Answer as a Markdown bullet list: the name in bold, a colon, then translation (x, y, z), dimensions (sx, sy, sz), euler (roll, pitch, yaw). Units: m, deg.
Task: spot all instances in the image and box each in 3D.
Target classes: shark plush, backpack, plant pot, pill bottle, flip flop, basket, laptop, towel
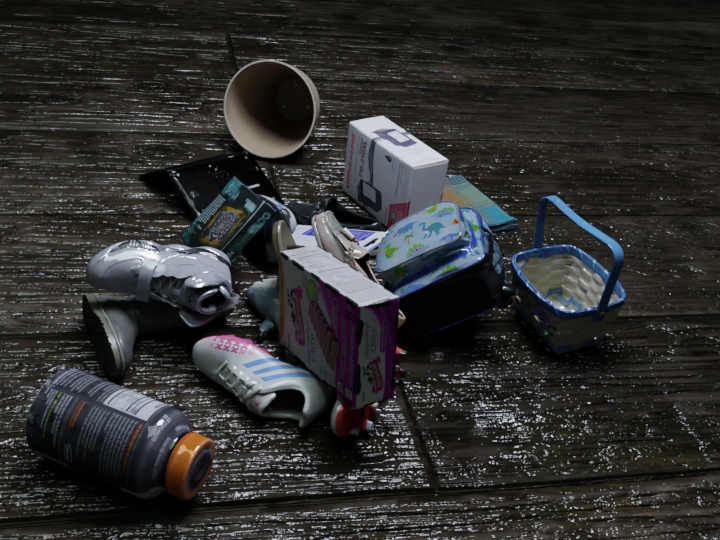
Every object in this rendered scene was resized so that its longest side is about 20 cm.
- **shark plush**: translation (-0.112, 0.081, 1.289), dimensions (0.083, 0.091, 0.201), euler (-21, 52, 0)
- **backpack**: translation (0.119, -0.015, 1.341), dimensions (0.182, 0.147, 0.200), euler (-26, 21, 16)
- **plant pot**: translation (-0.155, -0.338, 1.824), dimensions (0.186, 0.188, 0.200), euler (13, 18, 9)
- **pill bottle**: translation (-0.266, 0.190, 1.013), dimensions (0.199, 0.107, 0.106), euler (18, 34, 16)
- **flip flop**: translation (-0.063, 0.013, 1.273), dimensions (0.057, 0.201, 0.081), euler (-30, 3, 14)
- **basket**: translation (0.309, 0.011, 1.326), dimensions (0.138, 0.201, 0.176), euler (-8, 34, -24)
- **laptop**: translation (-0.274, -0.148, 1.634), dimensions (0.177, 0.103, 0.200), euler (-22, 68, -37)
- **towel**: translation (0.182, -0.125, 1.684), dimensions (0.146, 0.022, 0.200), euler (-10, 36, -27)

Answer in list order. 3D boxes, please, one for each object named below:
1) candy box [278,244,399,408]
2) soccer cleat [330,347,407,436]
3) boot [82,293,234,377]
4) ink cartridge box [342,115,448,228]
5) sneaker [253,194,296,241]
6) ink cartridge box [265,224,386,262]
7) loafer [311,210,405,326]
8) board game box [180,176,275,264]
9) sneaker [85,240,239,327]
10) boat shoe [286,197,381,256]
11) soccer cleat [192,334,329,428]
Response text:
- **candy box**: translation (-0.033, 0.065, 1.121), dimensions (0.061, 0.137, 0.200), euler (-11, 24, -30)
- **soccer cleat**: translation (-0.006, 0.151, 1.174), dimensions (0.085, 0.069, 0.200), euler (11, 28, 21)
- **boot**: translation (-0.272, 0.070, 1.249), dimensions (0.199, 0.073, 0.182), euler (-3, 35, -28)
- **ink cartridge box**: translation (0.057, -0.170, 1.611), dimensions (0.084, 0.145, 0.200), euler (-15, 38, -31)
- **sneaker**: translation (-0.153, -0.088, 1.465), dimensions (0.077, 0.076, 0.200), euler (-3, 10, -33)
- **ink cartridge box**: translation (-0.047, -0.038, 1.430), dimensions (0.199, 0.037, 0.095), euler (4, 25, 36)
- **loafer**: translation (0.000, 0.000, 1.263), dimensions (0.201, 0.063, 0.072), euler (64, 23, 8)
- **board game box**: translation (-0.207, -0.070, 1.378), dimensions (0.028, 0.135, 0.200), euler (42, -1, -26)
- **sneaker**: translation (-0.259, 0.017, 1.198), dimensions (0.199, 0.075, 0.115), euler (0, 28, -25)
- **boat shoe**: translation (-0.046, -0.091, 1.539), dimensions (0.199, 0.066, 0.074), euler (28, 38, 29)
- **soccer cleat**: translation (-0.137, 0.141, 1.150), dimensions (0.199, 0.070, 0.086), euler (17, 33, 13)
